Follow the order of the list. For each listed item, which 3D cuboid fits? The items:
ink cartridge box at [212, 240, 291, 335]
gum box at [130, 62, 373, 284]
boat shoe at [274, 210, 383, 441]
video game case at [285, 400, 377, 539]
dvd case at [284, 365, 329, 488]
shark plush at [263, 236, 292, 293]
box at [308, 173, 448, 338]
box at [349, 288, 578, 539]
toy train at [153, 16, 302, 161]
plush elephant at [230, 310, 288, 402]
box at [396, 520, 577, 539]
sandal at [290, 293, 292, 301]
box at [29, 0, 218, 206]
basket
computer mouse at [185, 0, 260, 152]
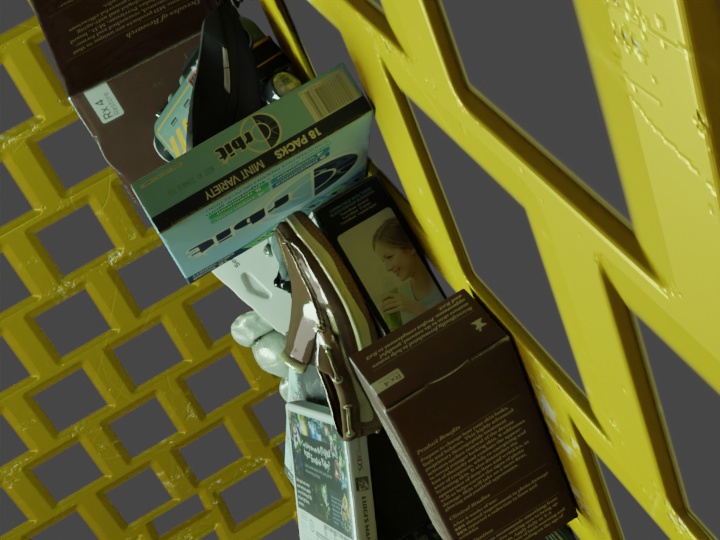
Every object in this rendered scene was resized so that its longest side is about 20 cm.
[{"bbox_3d":[-0.112,-0.046,1.425,0.145,0.084,0.200,44,-167,-31],"label":"ink cartridge box"},{"bbox_3d":[-0.076,-0.066,0.981,0.045,0.170,0.200,58,174,9],"label":"gum box"},{"bbox_3d":[-0.028,0.053,1.022,0.203,0.075,0.075,64,171,-24],"label":"boat shoe"},{"bbox_3d":[-0.024,0.214,1.178,0.200,0.023,0.183,176,88,-73],"label":"video game case"},{"bbox_3d":[-0.034,0.153,1.263,0.146,0.022,0.201,-133,39,-51],"label":"dvd case"},{"bbox_3d":[-0.066,-0.047,1.159,0.200,0.090,0.084,-66,-17,-53],"label":"shark plush"},{"bbox_3d":[0.031,0.028,1.061,0.200,0.060,0.117,60,173,-1],"label":"box"},{"bbox_3d":[0.078,0.123,0.949,0.075,0.100,0.200,52,169,51],"label":"box"},{"bbox_3d":[-0.119,-0.133,1.158,0.114,0.085,0.200,51,143,2],"label":"toy train"},{"bbox_3d":[-0.077,0.077,1.665,0.165,0.155,0.200,62,174,-17],"label":"plush elephant"},{"bbox_3d":[0.106,0.263,1.082,0.044,0.160,0.200,64,172,-24],"label":"box"},{"bbox_3d":[-0.033,0.013,1.195,0.076,0.043,0.200,41,-161,-44],"label":"sandal"},{"bbox_3d":[-0.207,-0.210,1.296,0.200,0.164,0.166,60,176,38],"label":"box"},{"bbox_3d":[0.047,0.176,1.288,0.180,0.136,0.200,15,-135,-62],"label":"basket"},{"bbox_3d":[-0.099,-0.171,0.983,0.141,0.046,0.201,74,-159,-68],"label":"computer mouse"}]
